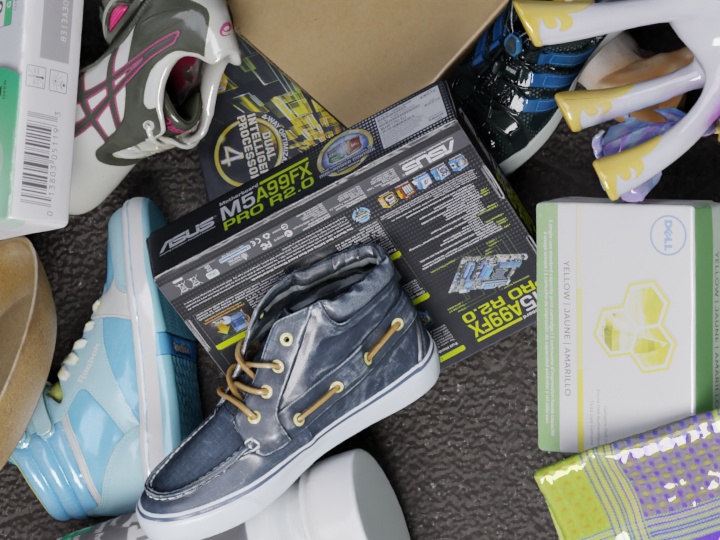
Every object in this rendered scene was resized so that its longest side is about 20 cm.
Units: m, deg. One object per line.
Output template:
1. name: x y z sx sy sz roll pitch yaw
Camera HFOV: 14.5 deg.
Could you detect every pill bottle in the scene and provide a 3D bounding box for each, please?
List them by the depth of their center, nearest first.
1. pill bottle: -0.076 0.179 1.635 0.199 0.113 0.113 -20 71 14

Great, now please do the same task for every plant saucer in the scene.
1. plant saucer: -0.236 0.075 1.712 0.200 0.035 0.201 -44 29 33

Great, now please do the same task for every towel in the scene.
1. towel: 0.209 0.144 1.562 0.199 0.023 0.144 -15 108 16

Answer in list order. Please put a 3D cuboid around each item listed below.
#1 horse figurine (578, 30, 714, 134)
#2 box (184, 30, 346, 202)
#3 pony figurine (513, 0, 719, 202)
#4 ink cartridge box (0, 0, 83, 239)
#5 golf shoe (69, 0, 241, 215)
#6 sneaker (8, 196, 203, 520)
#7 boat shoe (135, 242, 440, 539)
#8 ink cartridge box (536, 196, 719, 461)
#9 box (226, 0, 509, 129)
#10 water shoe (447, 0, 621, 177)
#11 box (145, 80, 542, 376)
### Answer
1. horse figurine: 0.161 -0.138 1.678 0.200 0.050 0.133 38 88 24
2. box: -0.032 -0.137 1.742 0.161 0.049 0.201 -16 71 10
3. pony figurine: 0.207 -0.121 1.559 0.200 0.167 0.193 -27 103 2
4. ink cartridge box: -0.245 -0.097 1.742 0.200 0.050 0.162 -8 76 49
5. golf shoe: -0.140 -0.096 1.712 0.088 0.077 0.200 58 131 32
6. sneaker: -0.168 0.059 1.720 0.130 0.080 0.201 -11 72 14
7. boat shoe: -0.053 0.066 1.587 0.200 0.091 0.071 -34 33 -14
8. ink cartridge box: 0.195 0.034 1.579 0.199 0.048 0.146 2 95 35
9. box: 0.021 -0.190 1.704 0.163 0.021 0.200 42 88 22
10. water shoe: 0.098 -0.136 1.630 0.071 0.079 0.200 42 95 28
11. box: 0.000 0.000 1.637 0.200 0.160 0.044 -28 38 10
